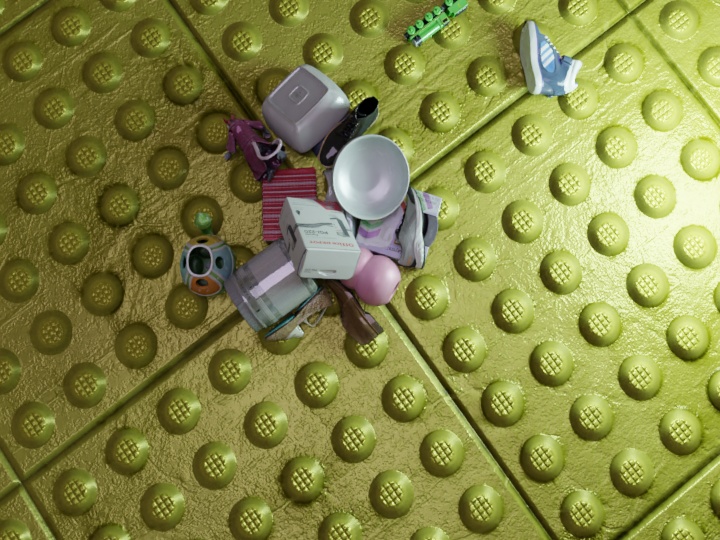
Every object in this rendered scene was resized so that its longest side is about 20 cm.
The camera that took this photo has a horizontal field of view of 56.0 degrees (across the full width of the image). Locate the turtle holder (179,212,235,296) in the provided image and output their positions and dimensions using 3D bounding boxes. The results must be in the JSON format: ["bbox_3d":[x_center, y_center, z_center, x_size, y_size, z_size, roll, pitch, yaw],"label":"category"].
[{"bbox_3d":[-0.375,-0.033,1.677,0.138,0.132,0.189,23,83,4],"label":"turtle holder"}]

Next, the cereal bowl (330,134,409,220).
[{"bbox_3d":[0.019,-0.230,1.660,0.195,0.083,0.206,-3,103,-11],"label":"cereal bowl"}]

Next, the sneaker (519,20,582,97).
[{"bbox_3d":[0.502,-0.554,1.768,0.143,0.081,0.205,-4,79,-8],"label":"sneaker"}]

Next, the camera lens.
[{"bbox_3d":[-0.214,0.031,1.652,0.198,0.160,0.161,-36,83,-4],"label":"camera lens"}]

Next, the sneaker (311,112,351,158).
[{"bbox_3d":[-0.034,-0.347,1.747,0.197,0.070,0.083,-28,78,5],"label":"sneaker"}]

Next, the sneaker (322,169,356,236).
[{"bbox_3d":[-0.053,-0.169,1.729,0.069,0.073,0.205,-12,73,8],"label":"sneaker"}]

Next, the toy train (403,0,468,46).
[{"bbox_3d":[0.202,-0.667,1.802,0.199,0.042,0.057,-39,94,-4],"label":"toy train"}]

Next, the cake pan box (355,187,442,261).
[{"bbox_3d":[0.099,-0.119,1.724,0.195,0.052,0.188,18,85,3],"label":"cake pan box"}]

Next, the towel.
[{"bbox_3d":[-0.181,-0.171,1.727,0.141,0.023,0.205,-3,70,0],"label":"towel"}]

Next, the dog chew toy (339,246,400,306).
[{"bbox_3d":[0.000,0.000,1.675,0.197,0.125,0.126,30,84,9],"label":"dog chew toy"}]

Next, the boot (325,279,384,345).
[{"bbox_3d":[-0.032,0.099,1.689,0.075,0.074,0.201,-40,87,2],"label":"boot"}]

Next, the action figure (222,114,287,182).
[{"bbox_3d":[-0.285,-0.320,1.706,0.134,0.149,0.200,-44,82,-4],"label":"action figure"}]

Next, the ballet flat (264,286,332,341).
[{"bbox_3d":[-0.149,0.125,1.688,0.199,0.071,0.066,-41,98,-1],"label":"ballet flat"}]

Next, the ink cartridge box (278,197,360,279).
[{"bbox_3d":[-0.099,-0.077,1.589,0.142,0.086,0.202,3,41,-25],"label":"ink cartridge box"}]

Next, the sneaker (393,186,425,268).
[{"bbox_3d":[0.119,-0.106,1.662,0.077,0.074,0.206,-2,82,6],"label":"sneaker"}]

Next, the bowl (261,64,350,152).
[{"bbox_3d":[-0.149,-0.428,1.727,0.200,0.075,0.200,-44,63,-5],"label":"bowl"}]

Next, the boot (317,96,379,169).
[{"bbox_3d":[-0.032,-0.342,1.646,0.077,0.138,0.201,39,90,-3],"label":"boot"}]
